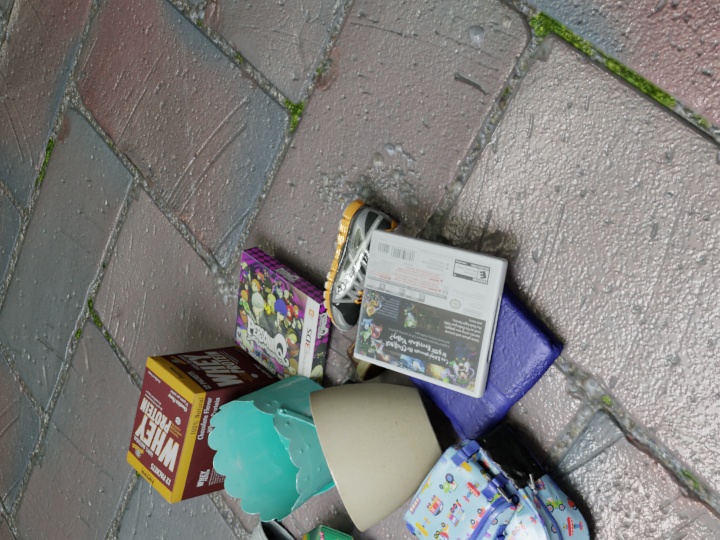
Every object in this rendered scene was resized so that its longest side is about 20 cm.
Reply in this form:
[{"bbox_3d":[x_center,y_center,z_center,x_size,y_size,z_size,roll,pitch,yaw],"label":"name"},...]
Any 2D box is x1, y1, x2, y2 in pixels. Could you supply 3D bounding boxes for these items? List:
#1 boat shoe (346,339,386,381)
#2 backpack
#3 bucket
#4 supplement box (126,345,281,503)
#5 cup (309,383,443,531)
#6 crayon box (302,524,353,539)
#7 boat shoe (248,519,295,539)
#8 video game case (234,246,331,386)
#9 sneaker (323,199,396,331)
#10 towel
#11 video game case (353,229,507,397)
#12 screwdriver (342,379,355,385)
[{"bbox_3d":[0.036,0.069,1.305,0.072,0.072,0.201,49,128,28],"label":"boat shoe"},{"bbox_3d":[0.178,0.326,1.142,0.200,0.134,0.183,48,123,27],"label":"backpack"},{"bbox_3d":[-0.121,0.269,1.389,0.206,0.134,0.209,18,118,38],"label":"bucket"},{"bbox_3d":[-0.252,0.246,1.489,0.132,0.199,0.199,29,111,38],"label":"supplement box"},{"bbox_3d":[0.031,0.235,1.241,0.142,0.200,0.201,-23,73,2],"label":"cup"},{"bbox_3d":[-0.077,0.491,1.340,0.119,0.058,0.201,124,166,-64],"label":"crayon box"},{"bbox_3d":[-0.113,0.475,1.459,0.200,0.070,0.072,33,115,39],"label":"boat shoe"},{"bbox_3d":[-0.128,0.084,1.456,0.200,0.036,0.183,33,126,37],"label":"video game case"},{"bbox_3d":[0.000,0.000,1.334,0.077,0.078,0.201,18,112,20],"label":"sneaker"},{"bbox_3d":[0.165,0.120,1.205,0.148,0.049,0.200,48,122,22],"label":"towel"},{"bbox_3d":[0.089,0.054,1.201,0.199,0.023,0.183,15,101,31],"label":"video game case"},{"bbox_3d":[0.040,0.230,1.335,0.200,0.029,0.028,43,119,34],"label":"screwdriver"}]
